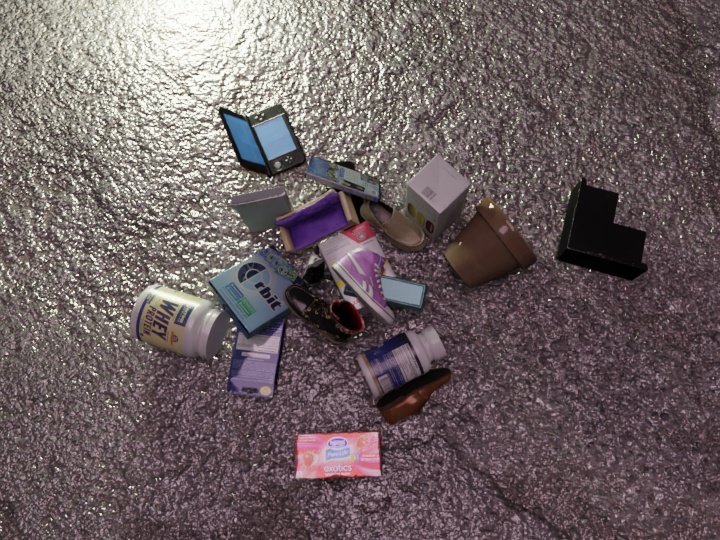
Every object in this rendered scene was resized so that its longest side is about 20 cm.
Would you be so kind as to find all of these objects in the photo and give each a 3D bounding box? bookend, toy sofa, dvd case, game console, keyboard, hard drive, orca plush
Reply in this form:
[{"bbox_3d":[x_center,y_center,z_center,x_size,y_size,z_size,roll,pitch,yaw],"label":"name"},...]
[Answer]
[{"bbox_3d":[0.621,-0.105,1.500,0.197,0.092,0.202,15,74,5],"label":"bookend"},{"bbox_3d":[-0.112,-0.121,1.506,0.199,0.097,0.083,-25,74,20],"label":"toy sofa"},{"bbox_3d":[-0.042,-0.237,1.536,0.198,0.143,0.018,18,117,-8],"label":"dvd case"},{"bbox_3d":[-0.264,-0.367,1.606,0.171,0.119,0.201,-23,75,-3],"label":"game console"},{"bbox_3d":[-0.049,-0.197,1.598,0.103,0.040,0.202,-5,71,-23],"label":"keyboard"},{"bbox_3d":[-0.237,-0.150,1.500,0.131,0.200,0.026,-11,75,0],"label":"hard drive"},{"bbox_3d":[-0.097,-0.004,1.462,0.071,0.200,0.106,20,78,-6],"label":"orca plush"}]

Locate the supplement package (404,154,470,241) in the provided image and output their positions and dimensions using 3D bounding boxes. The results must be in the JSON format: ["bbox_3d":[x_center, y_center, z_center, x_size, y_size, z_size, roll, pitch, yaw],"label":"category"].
[{"bbox_3d":[0.188,-0.175,1.485,0.109,0.200,0.114,-43,76,-10],"label":"supplement package"}]

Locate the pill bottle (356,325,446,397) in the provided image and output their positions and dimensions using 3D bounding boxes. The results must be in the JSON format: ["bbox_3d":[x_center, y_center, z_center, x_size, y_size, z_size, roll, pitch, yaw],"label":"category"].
[{"bbox_3d":[0.100,0.213,1.427,0.199,0.111,0.112,-25,74,-5],"label":"pill bottle"}]

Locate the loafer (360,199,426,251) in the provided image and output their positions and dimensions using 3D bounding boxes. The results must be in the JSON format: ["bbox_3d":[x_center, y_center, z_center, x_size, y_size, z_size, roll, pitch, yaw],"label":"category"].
[{"bbox_3d":[0.084,-0.120,1.541,0.199,0.068,0.076,32,78,7],"label":"loafer"}]

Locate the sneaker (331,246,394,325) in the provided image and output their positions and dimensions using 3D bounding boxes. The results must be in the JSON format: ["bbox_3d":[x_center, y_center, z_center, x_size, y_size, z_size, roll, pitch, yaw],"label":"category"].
[{"bbox_3d":[0.036,0.026,1.401,0.114,0.073,0.201,-39,77,-10],"label":"sneaker"}]

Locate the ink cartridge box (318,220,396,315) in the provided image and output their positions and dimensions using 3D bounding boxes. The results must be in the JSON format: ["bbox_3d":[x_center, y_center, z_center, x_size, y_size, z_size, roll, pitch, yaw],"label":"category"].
[{"bbox_3d":[0.000,0.000,1.506,0.144,0.083,0.201,-26,75,-4],"label":"ink cartridge box"}]

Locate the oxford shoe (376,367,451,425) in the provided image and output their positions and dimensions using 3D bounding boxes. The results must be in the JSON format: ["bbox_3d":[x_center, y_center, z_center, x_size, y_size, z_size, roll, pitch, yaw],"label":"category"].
[{"bbox_3d":[0.138,0.302,1.434,0.199,0.071,0.072,-29,103,-6],"label":"oxford shoe"}]

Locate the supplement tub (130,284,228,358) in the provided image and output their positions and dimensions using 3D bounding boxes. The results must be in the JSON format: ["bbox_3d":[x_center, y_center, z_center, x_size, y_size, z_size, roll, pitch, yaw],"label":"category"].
[{"bbox_3d":[-0.442,0.129,1.461,0.198,0.145,0.146,16,76,8],"label":"supplement tub"}]

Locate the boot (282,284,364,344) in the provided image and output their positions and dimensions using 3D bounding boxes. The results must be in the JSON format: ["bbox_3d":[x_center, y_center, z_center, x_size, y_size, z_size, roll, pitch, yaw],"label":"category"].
[{"bbox_3d":[-0.086,0.096,1.422,0.200,0.150,0.073,45,64,-9],"label":"boot"}]

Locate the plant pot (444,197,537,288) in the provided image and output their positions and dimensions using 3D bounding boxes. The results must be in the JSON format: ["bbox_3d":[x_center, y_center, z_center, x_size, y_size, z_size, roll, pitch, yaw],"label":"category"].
[{"bbox_3d":[0.307,-0.052,1.468,0.174,0.200,0.201,-38,75,12],"label":"plant pot"}]

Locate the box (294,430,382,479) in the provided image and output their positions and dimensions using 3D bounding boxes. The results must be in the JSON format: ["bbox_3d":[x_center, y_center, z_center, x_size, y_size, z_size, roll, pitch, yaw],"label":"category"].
[{"bbox_3d":[-0.049,0.428,1.382,0.198,0.095,0.104,-2,73,2],"label":"box"}]

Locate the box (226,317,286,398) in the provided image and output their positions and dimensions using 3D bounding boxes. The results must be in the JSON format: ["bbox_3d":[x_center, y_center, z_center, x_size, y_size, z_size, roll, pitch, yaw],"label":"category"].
[{"bbox_3d":[-0.260,0.213,1.486,0.120,0.032,0.202,6,73,5],"label":"box"}]

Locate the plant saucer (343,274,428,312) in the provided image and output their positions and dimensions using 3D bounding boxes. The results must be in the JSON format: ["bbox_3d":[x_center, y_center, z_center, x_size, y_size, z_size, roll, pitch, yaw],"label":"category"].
[{"bbox_3d":[0.061,0.044,1.439,0.198,0.019,0.070,12,76,6],"label":"plant saucer"}]

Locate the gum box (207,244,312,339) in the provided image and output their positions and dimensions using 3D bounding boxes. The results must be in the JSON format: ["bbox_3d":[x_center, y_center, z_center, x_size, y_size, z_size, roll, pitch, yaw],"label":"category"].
[{"bbox_3d":[-0.249,0.050,1.487,0.199,0.045,0.170,-33,74,-31],"label":"gum box"}]
